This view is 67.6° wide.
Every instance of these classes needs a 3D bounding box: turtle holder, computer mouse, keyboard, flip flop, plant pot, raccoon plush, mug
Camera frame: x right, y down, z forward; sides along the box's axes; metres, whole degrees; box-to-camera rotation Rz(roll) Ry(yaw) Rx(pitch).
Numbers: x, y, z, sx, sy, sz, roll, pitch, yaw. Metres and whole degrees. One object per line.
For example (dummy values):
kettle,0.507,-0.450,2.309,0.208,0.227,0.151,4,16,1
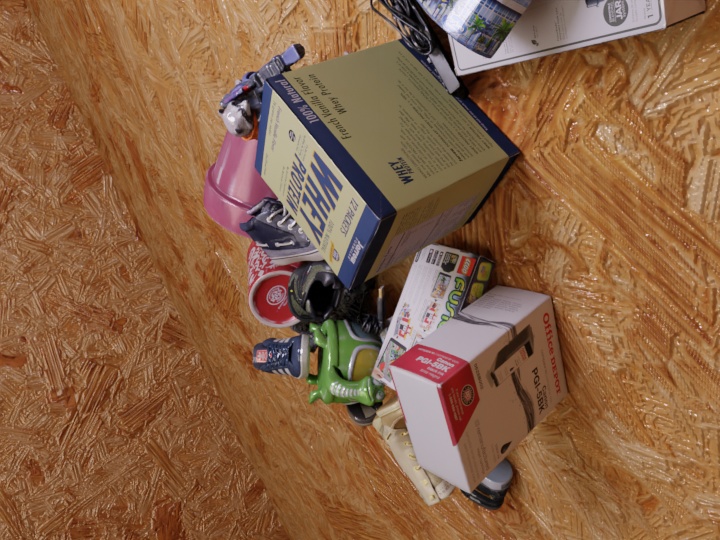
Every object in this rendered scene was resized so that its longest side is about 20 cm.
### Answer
turtle holder,-0.015,0.147,0.877,0.186,0.131,0.141,130,143,-72
computer mouse,0.000,0.000,0.824,0.140,0.046,0.201,-143,55,-66
keyboard,0.043,-0.261,0.553,0.040,0.104,0.200,-31,87,22
flip flop,0.007,0.207,0.975,0.200,0.081,0.058,-100,-6,-56
plant pot,-0.145,-0.174,0.868,0.200,0.200,0.179,42,131,32
raccoon plush,-0.057,0.057,0.964,0.097,0.134,0.200,44,147,32
mug,-0.148,-0.007,0.987,0.200,0.133,0.178,-109,20,-67

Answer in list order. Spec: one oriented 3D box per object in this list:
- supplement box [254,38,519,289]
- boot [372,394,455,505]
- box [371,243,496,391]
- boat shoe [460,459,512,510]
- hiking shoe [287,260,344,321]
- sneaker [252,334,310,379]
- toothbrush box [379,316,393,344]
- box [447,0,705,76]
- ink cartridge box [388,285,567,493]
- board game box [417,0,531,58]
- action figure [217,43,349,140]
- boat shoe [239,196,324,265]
supplement box,0.021,-0.125,0.604,0.200,0.199,0.134,52,150,17
boot,0.087,0.258,0.787,0.156,0.073,0.200,55,159,20
box,0.092,0.067,0.704,0.110,0.035,0.201,21,90,51
boat shoe,0.159,0.314,0.903,0.200,0.071,0.091,34,138,37
hiking shoe,-0.073,0.038,0.821,0.076,0.101,0.200,19,142,-11
sneaker,-0.140,0.149,0.927,0.200,0.084,0.075,144,130,-66
toothbrush box,0.124,0.163,0.816,0.146,0.085,0.201,12,126,56
box,0.154,-0.236,0.433,0.200,0.060,0.117,11,124,55
ink cartridge box,0.146,0.128,0.628,0.083,0.200,0.147,10,124,52
board game box,0.089,-0.301,0.388,0.200,0.062,0.200,-56,46,38
action figure,-0.091,-0.224,0.707,0.200,0.193,0.105,0,116,58
boat shoe,-0.088,-0.064,0.746,0.200,0.075,0.093,-15,132,43
